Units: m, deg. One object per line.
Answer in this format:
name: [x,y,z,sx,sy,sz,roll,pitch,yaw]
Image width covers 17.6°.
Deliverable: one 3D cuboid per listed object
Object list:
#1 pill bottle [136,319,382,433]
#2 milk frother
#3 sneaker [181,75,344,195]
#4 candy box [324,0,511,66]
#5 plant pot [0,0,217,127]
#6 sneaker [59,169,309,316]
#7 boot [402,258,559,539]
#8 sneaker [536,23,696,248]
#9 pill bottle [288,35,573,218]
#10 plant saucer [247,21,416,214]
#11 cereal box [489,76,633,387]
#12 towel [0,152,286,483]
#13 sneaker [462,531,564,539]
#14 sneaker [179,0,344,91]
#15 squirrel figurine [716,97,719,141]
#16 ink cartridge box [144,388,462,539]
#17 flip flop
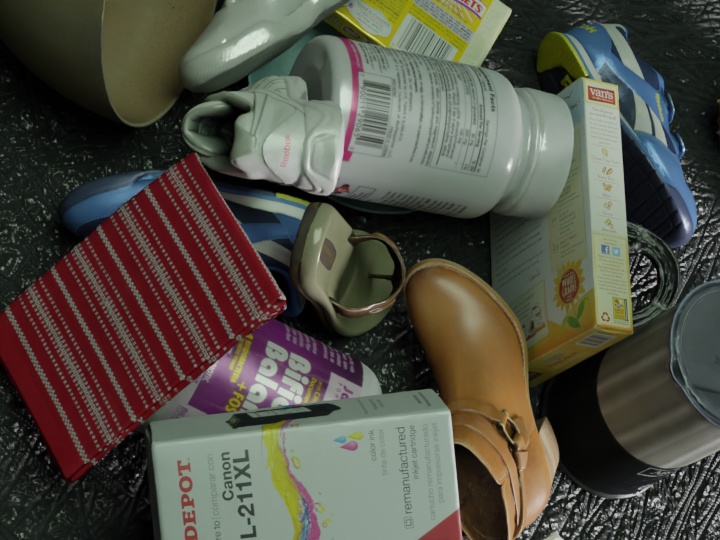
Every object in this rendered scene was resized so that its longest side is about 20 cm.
pill bottle: [-0.055,0.098,1.633,0.199,0.112,0.113,26,61,-15]
milk frother: [0.229,0.043,1.747,0.180,0.188,0.201,-30,86,-33]
sneaker: [-0.081,-0.102,1.629,0.099,0.200,0.078,7,94,-20]
candy box: [0.014,-0.219,1.795,0.200,0.026,0.102,36,59,-9]
plant pot: [-0.197,-0.215,1.661,0.134,0.201,0.201,15,59,18]
sneaker: [-0.118,-0.018,1.664,0.199,0.074,0.083,9,69,-21]
boot: [0.079,0.096,1.673,0.201,0.073,0.155,58,24,-6]
sneaker: [0.223,-0.115,1.875,0.082,0.074,0.201,-25,84,-33]
pill bottle: [0.049,-0.100,1.714,0.199,0.113,0.114,10,67,-23]
plant saucer: [-0.001,-0.132,1.792,0.200,0.039,0.202,10,67,-23]
cereal box: [0.149,-0.027,1.762,0.039,0.144,0.201,10,67,-26]
towel: [-0.154,0.032,1.570,0.145,0.200,0.022,56,11,29]
sneaker: [0.159,0.236,1.714,0.199,0.075,0.089,14,49,-22]
sneaker: [-0.068,-0.209,1.708,0.200,0.075,0.089,-39,93,-24]
squirrel figurine: [0.390,-0.110,1.886,0.141,0.187,0.201,-32,86,-31]
ink cartridge box: [-0.037,0.166,1.542,0.199,0.083,0.147,-7,97,-6]
flip flop: [0.000,0.000,1.668,0.057,0.200,0.082,7,77,15]
